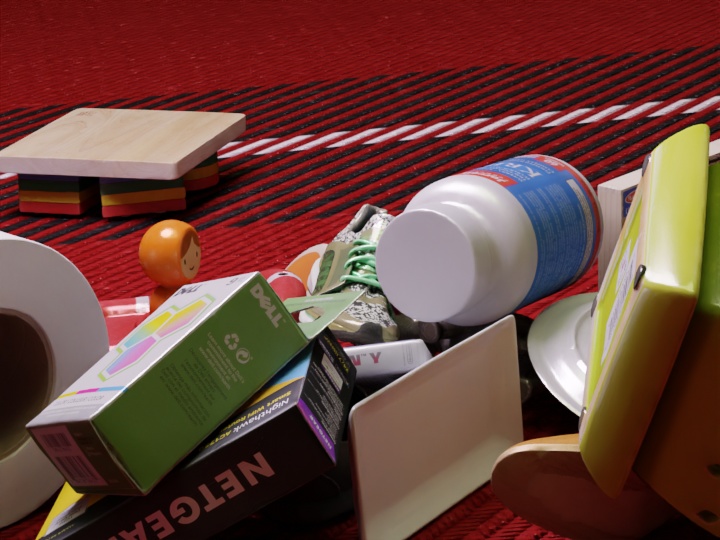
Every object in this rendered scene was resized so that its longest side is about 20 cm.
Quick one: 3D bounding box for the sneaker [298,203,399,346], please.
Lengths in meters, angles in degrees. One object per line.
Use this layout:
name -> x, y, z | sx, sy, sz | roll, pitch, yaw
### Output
sneaker -> 0.000, 0.000, 1.541 | 0.077, 0.089, 0.200 | 16, 16, -10

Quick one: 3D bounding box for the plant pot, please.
plant pot -> 0.238, 0.040, 1.234 | 0.181, 0.200, 0.199 | 15, 40, 0

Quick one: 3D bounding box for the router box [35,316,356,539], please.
router box -> -0.101, 0.119, 1.280 | 0.200, 0.051, 0.149 | -31, 14, 14

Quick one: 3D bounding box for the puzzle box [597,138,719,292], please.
puzzle box -> 0.265, -0.029, 1.684 | 0.025, 0.133, 0.200 | 14, 25, 42

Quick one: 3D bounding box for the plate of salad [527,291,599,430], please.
plate of salad -> 0.215, 0.081, 1.481 | 0.199, 0.048, 0.200 | 10, 33, -7

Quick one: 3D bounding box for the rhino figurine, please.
rhino figurine -> 0.086, 0.057, 1.567 | 0.087, 0.060, 0.200 | -7, 14, -42

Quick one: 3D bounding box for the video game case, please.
video game case -> -0.039, 0.076, 1.443 | 0.182, 0.023, 0.200 | -7, -6, 4

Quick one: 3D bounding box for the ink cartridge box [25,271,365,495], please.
ink cartridge box -> -0.102, 0.054, 1.265 | 0.200, 0.059, 0.104 | -42, 16, -27

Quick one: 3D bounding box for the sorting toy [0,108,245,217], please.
sorting toy -> -0.242, -0.108, 2.113 | 0.198, 0.070, 0.200 | 3, 19, 18

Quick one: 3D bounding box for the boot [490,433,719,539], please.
boot -> 0.179, 0.112, 1.338 | 0.201, 0.071, 0.144 | 8, 30, -6

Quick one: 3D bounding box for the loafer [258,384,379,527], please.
loafer -> 0.010, 0.111, 1.396 | 0.073, 0.072, 0.200 | 11, 23, 37

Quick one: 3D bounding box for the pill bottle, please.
pill bottle -> 0.095, -0.021, 1.522 | 0.112, 0.113, 0.200 | 7, 13, 28

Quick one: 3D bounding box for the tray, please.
tray -> 0.047, 0.106, 1.348 | 0.022, 0.108, 0.200 | 5, 19, 35

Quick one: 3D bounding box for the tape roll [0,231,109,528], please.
tape roll -> -0.289, 0.064, 1.382 | 0.202, 0.203, 0.139 | -20, 24, -41

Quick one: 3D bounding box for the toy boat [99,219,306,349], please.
toy boat -> -0.141, 0.024, 1.591 | 0.199, 0.131, 0.131 | -6, 19, -9

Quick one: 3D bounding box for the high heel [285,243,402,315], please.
high heel -> 0.011, 0.024, 1.724 | 0.096, 0.067, 0.200 | 35, -25, -31
